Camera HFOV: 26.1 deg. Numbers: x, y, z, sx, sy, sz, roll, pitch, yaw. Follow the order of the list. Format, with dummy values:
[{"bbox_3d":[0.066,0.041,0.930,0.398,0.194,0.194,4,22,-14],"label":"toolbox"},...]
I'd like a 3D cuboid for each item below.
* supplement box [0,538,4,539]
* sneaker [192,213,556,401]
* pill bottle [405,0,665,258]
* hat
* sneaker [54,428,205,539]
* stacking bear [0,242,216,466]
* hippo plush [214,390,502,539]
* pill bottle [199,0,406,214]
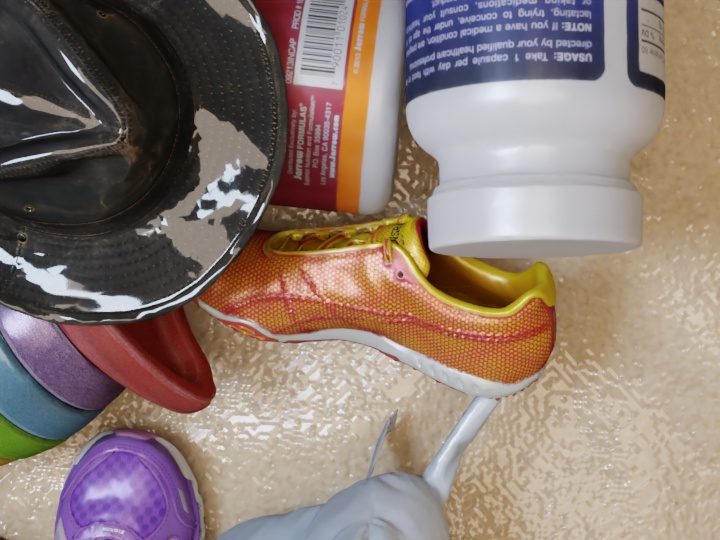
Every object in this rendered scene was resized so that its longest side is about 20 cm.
[{"bbox_3d":[-0.246,0.232,0.786,0.085,0.110,0.201,25,96,-1],"label":"supplement box"},{"bbox_3d":[0.000,0.000,0.760,0.199,0.073,0.078,11,120,8],"label":"sneaker"},{"bbox_3d":[0.076,-0.108,0.687,0.115,0.116,0.201,0,84,2],"label":"pill bottle"},{"bbox_3d":[-0.131,-0.072,0.652,0.199,0.081,0.202,0,87,5],"label":"hat"},{"bbox_3d":[-0.133,0.182,0.789,0.080,0.088,0.201,14,95,2],"label":"sneaker"},{"bbox_3d":[-0.190,0.053,0.769,0.199,0.114,0.122,-32,53,16],"label":"stacking bear"},{"bbox_3d":[0.007,0.193,0.765,0.159,0.200,0.161,-20,110,47],"label":"hippo plush"},{"bbox_3d":[-0.078,-0.092,0.748,0.199,0.113,0.114,7,96,2],"label":"pill bottle"}]
